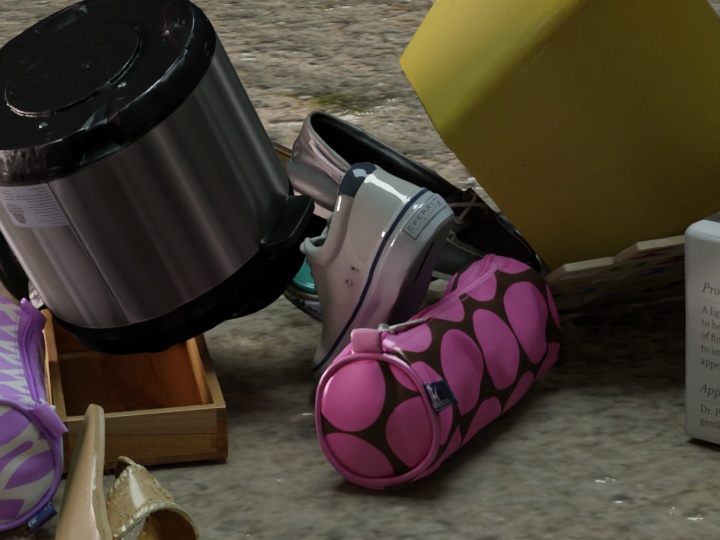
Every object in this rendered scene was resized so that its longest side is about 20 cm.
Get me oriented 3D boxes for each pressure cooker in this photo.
[{"bbox_3d":[-0.135,-0.047,1.515,0.178,0.201,0.176,-32,33,-8],"label":"pressure cooker"}]

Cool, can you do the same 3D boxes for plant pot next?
[{"bbox_3d":[0.141,-0.116,1.567,0.176,0.200,0.200,-38,26,8],"label":"plant pot"}]

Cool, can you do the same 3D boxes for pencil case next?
[{"bbox_3d":[0.050,0.052,1.458,0.090,0.094,0.200,-10,11,27],"label":"pencil case"},{"bbox_3d":[-0.212,0.076,1.426,0.086,0.084,0.200,-45,21,4],"label":"pencil case"}]

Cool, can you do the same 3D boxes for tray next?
[{"bbox_3d":[-0.141,0.068,1.528,0.098,0.037,0.200,-4,19,-8],"label":"tray"}]

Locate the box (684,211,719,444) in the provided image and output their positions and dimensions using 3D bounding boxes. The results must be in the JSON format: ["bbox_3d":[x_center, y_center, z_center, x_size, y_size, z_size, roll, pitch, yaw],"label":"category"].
[{"bbox_3d":[0.319,0.030,1.439,0.198,0.132,0.199,15,25,40],"label":"box"}]

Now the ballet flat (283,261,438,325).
[{"bbox_3d":[0.009,0.010,1.633,0.072,0.073,0.200,7,21,26],"label":"ballet flat"}]

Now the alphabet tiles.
[{"bbox_3d":[0.180,0.002,1.579,0.166,0.008,0.200,-9,-10,-19],"label":"alphabet tiles"}]

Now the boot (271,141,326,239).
[{"bbox_3d":[-0.105,-0.072,1.817,0.199,0.074,0.076,19,21,-22],"label":"boot"}]

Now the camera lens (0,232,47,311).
[{"bbox_3d":[-0.237,-0.060,1.723,0.159,0.161,0.200,-15,22,-34],"label":"camera lens"}]

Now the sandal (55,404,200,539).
[{"bbox_3d":[-0.116,0.144,1.270,0.069,0.078,0.212,15,22,-10],"label":"sandal"}]

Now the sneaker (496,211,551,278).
[{"bbox_3d":[0.137,-0.039,1.761,0.115,0.076,0.200,-4,19,2],"label":"sneaker"}]

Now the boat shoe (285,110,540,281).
[{"bbox_3d":[0.032,-0.045,1.608,0.199,0.057,0.067,25,29,31],"label":"boat shoe"}]

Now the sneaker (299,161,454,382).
[{"bbox_3d":[0.000,0.000,1.482,0.071,0.200,0.073,40,55,10],"label":"sneaker"}]
